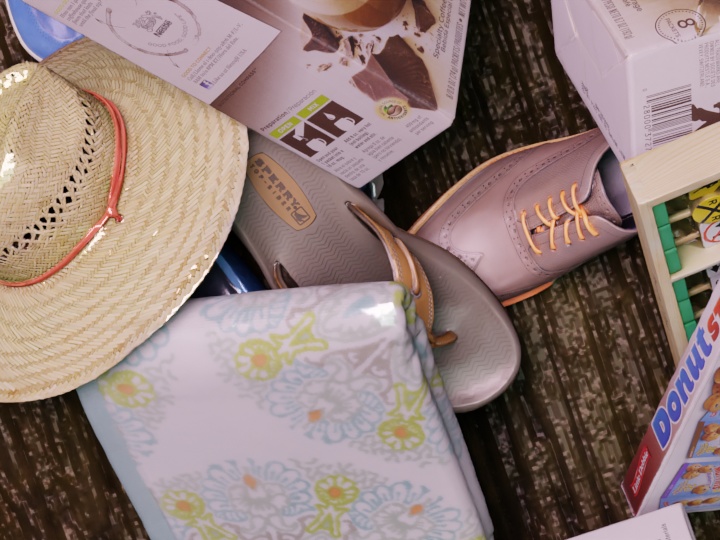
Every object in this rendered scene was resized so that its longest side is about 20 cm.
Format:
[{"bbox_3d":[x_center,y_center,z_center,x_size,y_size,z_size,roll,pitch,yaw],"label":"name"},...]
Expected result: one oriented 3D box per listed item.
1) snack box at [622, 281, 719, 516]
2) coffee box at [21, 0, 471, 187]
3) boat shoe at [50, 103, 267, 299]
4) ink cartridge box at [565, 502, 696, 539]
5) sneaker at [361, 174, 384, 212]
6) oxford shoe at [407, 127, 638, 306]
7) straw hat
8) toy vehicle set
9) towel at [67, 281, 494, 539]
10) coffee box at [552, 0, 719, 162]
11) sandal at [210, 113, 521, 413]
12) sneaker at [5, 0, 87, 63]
[{"bbox_3d":[0.189,0.048,1.130,0.071,0.024,0.201,-4,139,-20],"label":"snack box"},{"bbox_3d":[-0.050,-0.140,1.079,0.199,0.080,0.114,27,53,-26],"label":"coffee box"},{"bbox_3d":[-0.109,-0.008,1.196,0.069,0.084,0.200,-43,75,2],"label":"boat shoe"},{"bbox_3d":[0.091,0.222,1.170,0.199,0.084,0.146,-19,122,5],"label":"ink cartridge box"},{"bbox_3d":[-0.055,-0.078,1.194,0.086,0.075,0.201,-13,103,37],"label":"sneaker"},{"bbox_3d":[0.099,-0.034,1.177,0.199,0.073,0.072,-30,92,8],"label":"oxford shoe"},{"bbox_3d":[-0.156,-0.045,1.099,0.200,0.085,0.202,-15,59,26],"label":"straw hat"},{"bbox_3d":[0.200,-0.009,1.124,0.124,0.200,0.027,-23,54,2],"label":"toy vehicle set"},{"bbox_3d":[-0.035,0.085,1.151,0.170,0.048,0.201,-8,133,15],"label":"towel"},{"bbox_3d":[0.201,-0.128,1.113,0.199,0.113,0.080,-16,132,-8],"label":"coffee box"},{"bbox_3d":[0.000,0.000,1.136,0.082,0.055,0.200,-39,110,6],"label":"sandal"},{"bbox_3d":[-0.142,-0.199,1.157,0.076,0.111,0.201,13,96,2],"label":"sneaker"}]
